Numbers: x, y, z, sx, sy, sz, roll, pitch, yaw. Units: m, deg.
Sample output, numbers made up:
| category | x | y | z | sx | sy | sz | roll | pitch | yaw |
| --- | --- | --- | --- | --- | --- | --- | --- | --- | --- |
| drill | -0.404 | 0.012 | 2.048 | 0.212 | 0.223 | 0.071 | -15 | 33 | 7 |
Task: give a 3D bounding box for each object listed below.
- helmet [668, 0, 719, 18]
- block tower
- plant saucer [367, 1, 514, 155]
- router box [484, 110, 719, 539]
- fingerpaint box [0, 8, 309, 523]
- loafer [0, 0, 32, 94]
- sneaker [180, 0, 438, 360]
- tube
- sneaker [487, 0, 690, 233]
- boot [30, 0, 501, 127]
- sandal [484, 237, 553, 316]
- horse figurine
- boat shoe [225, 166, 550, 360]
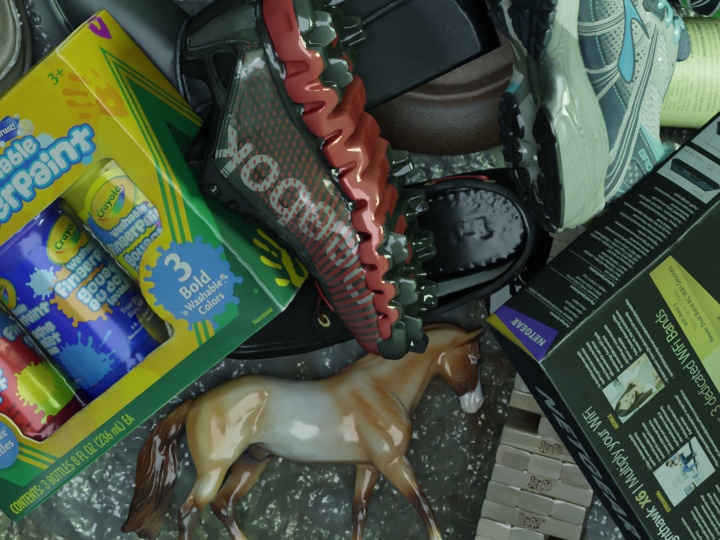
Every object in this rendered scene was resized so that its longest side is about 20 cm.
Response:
| category | x | y | z | sx | sy | sz | roll | pitch | yaw |
| --- | --- | --- | --- | --- | --- | --- | --- | --- | --- |
| helmet | 0.191 | -0.218 | 1.381 | 0.199 | 0.200 | 0.192 | 13 | 80 | 0 |
| block tower | 0.104 | 0.068 | 1.458 | 0.057 | 0.054 | 0.201 | 14 | 107 | 8 |
| plant saucer | 0.041 | -0.157 | 1.461 | 0.199 | 0.037 | 0.202 | 0 | 98 | 2 |
| router box | 0.171 | 0.047 | 1.409 | 0.157 | 0.052 | 0.200 | -41 | 128 | -9 |
| fingerpaint box | -0.151 | 0.000 | 1.433 | 0.200 | 0.073 | 0.167 | -37 | 98 | 25 |
| loafer | -0.231 | -0.170 | 1.449 | 0.075 | 0.068 | 0.201 | -29 | 96 | 5 |
| sneaker | -0.027 | -0.044 | 1.383 | 0.097 | 0.071 | 0.201 | -14 | 112 | 17 |
| tube | 0.185 | -0.097 | 1.446 | 0.199 | 0.052 | 0.058 | -1 | 124 | -13 |
| sneaker | 0.109 | -0.122 | 1.360 | 0.086 | 0.078 | 0.201 | -18 | 122 | -23 |
| boot | -0.051 | -0.139 | 1.417 | 0.199 | 0.066 | 0.165 | -23 | 106 | 28 |
| sandal | 0.159 | -0.010 | 1.470 | 0.199 | 0.045 | 0.075 | -24 | 94 | 4 |
| horse figurine | -0.032 | 0.097 | 1.484 | 0.199 | 0.050 | 0.133 | -4 | 85 | 8 |
| boat shoe | -0.001 | -0.003 | 1.462 | 0.200 | 0.063 | 0.074 | -18 | 94 | 14 |
